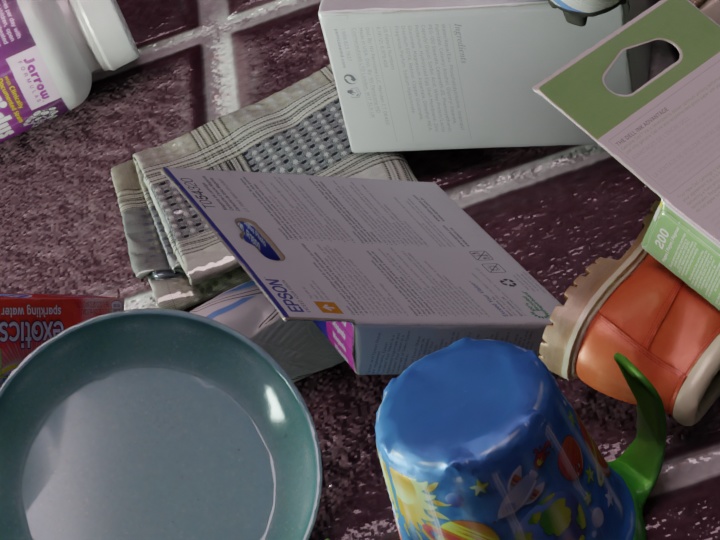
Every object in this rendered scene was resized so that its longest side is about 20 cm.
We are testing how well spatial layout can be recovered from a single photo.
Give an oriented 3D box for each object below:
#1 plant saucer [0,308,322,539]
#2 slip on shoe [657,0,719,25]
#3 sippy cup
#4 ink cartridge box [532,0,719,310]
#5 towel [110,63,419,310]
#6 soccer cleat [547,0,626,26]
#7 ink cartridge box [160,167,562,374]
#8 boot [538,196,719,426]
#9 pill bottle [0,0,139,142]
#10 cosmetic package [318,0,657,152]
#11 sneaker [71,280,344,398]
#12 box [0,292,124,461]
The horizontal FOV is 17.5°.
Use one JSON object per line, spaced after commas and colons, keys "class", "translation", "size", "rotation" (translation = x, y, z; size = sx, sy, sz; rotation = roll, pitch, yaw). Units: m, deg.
{"class": "plant saucer", "translation": [-0.122, 0.121, 1.349], "size": [0.199, 0.036, 0.201], "rotation": [1, 67, -3]}
{"class": "slip on shoe", "translation": [0.285, -0.224, 1.569], "size": [0.200, 0.061, 0.076], "rotation": [-32, 0, -2]}
{"class": "sippy cup", "translation": [0.071, 0.112, 1.239], "size": [0.139, 0.131, 0.178], "rotation": [4, 46, 33]}
{"class": "ink cartridge box", "translation": [0.209, -0.060, 1.342], "size": [0.200, 0.048, 0.145], "rotation": [40, 51, 20]}
{"class": "towel", "translation": [-0.073, -0.063, 1.611], "size": [0.199, 0.035, 0.193], "rotation": [-25, 37, -1]}
{"class": "soccer cleat", "translation": [0.101, -0.230, 1.466], "size": [0.070, 0.087, 0.200], "rotation": [-31, 43, -19]}
{"class": "ink cartridge box", "translation": [0.000, 0.000, 1.403], "size": [0.199, 0.043, 0.196], "rotation": [1, 27, -28]}
{"class": "boot", "translation": [0.199, 0.012, 1.354], "size": [0.107, 0.075, 0.200], "rotation": [26, 52, 24]}
{"class": "pill bottle", "translation": [-0.273, -0.157, 1.771], "size": [0.199, 0.113, 0.112], "rotation": [-25, 37, 0]}
{"class": "cosmetic package", "translation": [0.095, -0.187, 1.579], "size": [0.199, 0.123, 0.200], "rotation": [-2, 41, 15]}
{"class": "sneaker", "translation": [-0.088, 0.050, 1.440], "size": [0.199, 0.072, 0.072], "rotation": [-19, 19, -18]}
{"class": "box", "translation": [-0.234, 0.063, 1.404], "size": [0.095, 0.100, 0.200], "rotation": [1, -1, 29]}
